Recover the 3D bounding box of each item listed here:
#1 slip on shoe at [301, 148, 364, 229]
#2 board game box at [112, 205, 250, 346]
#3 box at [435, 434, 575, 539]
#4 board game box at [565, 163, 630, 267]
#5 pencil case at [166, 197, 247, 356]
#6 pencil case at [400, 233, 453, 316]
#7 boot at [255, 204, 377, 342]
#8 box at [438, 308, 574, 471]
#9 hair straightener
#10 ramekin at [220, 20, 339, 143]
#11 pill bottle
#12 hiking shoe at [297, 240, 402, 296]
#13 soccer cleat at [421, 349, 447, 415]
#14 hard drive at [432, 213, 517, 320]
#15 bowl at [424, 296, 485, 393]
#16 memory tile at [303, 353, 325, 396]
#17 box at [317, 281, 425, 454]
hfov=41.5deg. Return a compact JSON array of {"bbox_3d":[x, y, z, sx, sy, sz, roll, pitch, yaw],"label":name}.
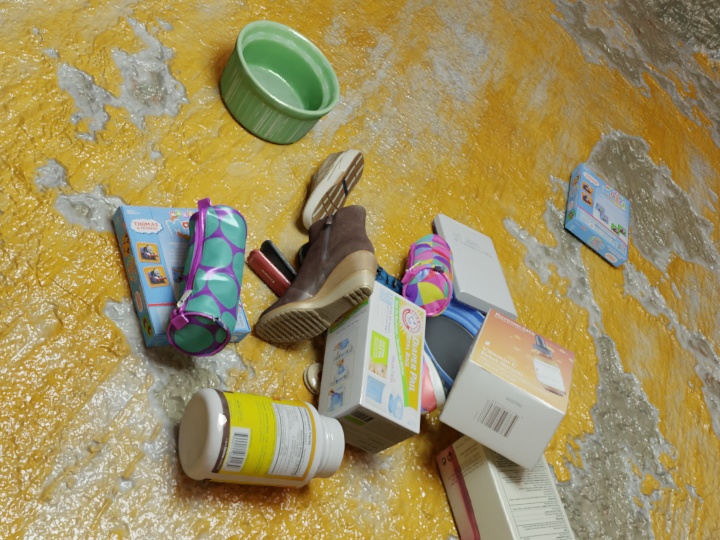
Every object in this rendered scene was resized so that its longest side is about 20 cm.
[{"bbox_3d":[-0.058,-0.137,1.574,0.059,0.077,0.201,11,46,21],"label":"slip on shoe"},{"bbox_3d":[-0.247,0.005,1.312,0.149,0.037,0.203,1,59,-40],"label":"board game box"},{"bbox_3d":[0.211,0.339,1.375,0.126,0.109,0.203,7,54,-36],"label":"box"},{"bbox_3d":[0.514,-0.122,2.046,0.150,0.037,0.202,35,42,-13],"label":"board game box"},{"bbox_3d":[-0.200,0.008,1.256,0.093,0.084,0.203,51,30,-42],"label":"pencil case"},{"bbox_3d":[0.109,0.003,1.530,0.088,0.089,0.200,40,15,-6],"label":"pencil case"},{"bbox_3d":[-0.066,0.005,1.374,0.073,0.197,0.168,51,21,-41],"label":"boot"},{"bbox_3d":[0.216,0.166,1.377,0.150,0.108,0.200,27,25,5],"label":"box"},{"bbox_3d":[-0.079,0.028,1.430,0.199,0.041,0.077,42,40,3],"label":"hair straightener"},{"bbox_3d":[-0.142,-0.314,1.611,0.197,0.098,0.203,23,45,-25],"label":"ramekin"},{"bbox_3d":[-0.121,0.214,1.195,0.197,0.109,0.111,14,50,-32],"label":"pill bottle"},{"bbox_3d":[0.000,0.000,1.486,0.197,0.087,0.076,24,45,-24],"label":"hiking shoe"},{"bbox_3d":[0.064,0.128,1.436,0.072,0.069,0.202,-18,57,-10],"label":"soccer cleat"},{"bbox_3d":[0.201,-0.005,1.677,0.130,0.025,0.202,24,35,-28],"label":"hard drive"},{"bbox_3d":[0.164,0.134,1.542,0.198,0.039,0.203,27,39,-24],"label":"bowl"},{"bbox_3d":[0.014,0.164,1.421,0.154,0.017,0.200,49,40,2],"label":"memory tile"},{"bbox_3d":[0.018,0.135,1.337,0.111,0.101,0.203,29,49,-29],"label":"box"}]
